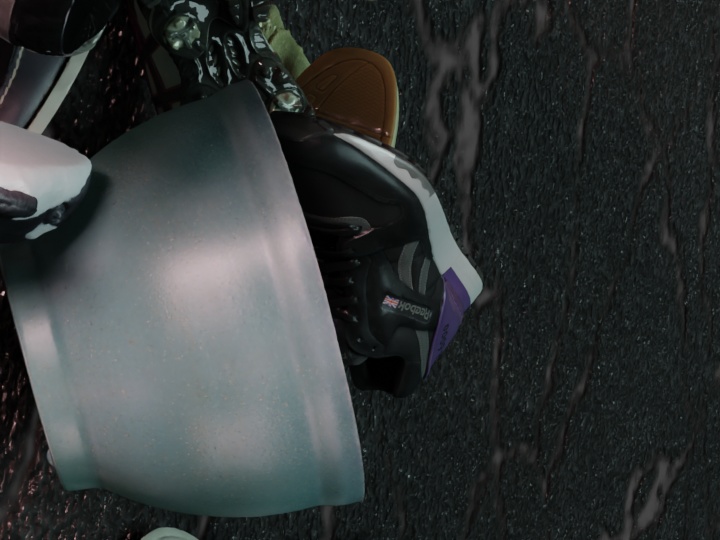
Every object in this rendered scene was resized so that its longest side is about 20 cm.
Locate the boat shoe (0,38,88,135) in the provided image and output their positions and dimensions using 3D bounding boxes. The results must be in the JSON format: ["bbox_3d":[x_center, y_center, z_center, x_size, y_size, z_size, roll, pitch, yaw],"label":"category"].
[{"bbox_3d":[-0.150,-0.124,1.082,0.063,0.073,0.201,30,68,-19],"label":"boat shoe"}]

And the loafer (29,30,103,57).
[{"bbox_3d":[-0.097,-0.184,0.989,0.070,0.069,0.201,-1,107,-62],"label":"loafer"}]

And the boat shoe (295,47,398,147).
[{"bbox_3d":[-0.024,-0.021,1.288,0.066,0.074,0.201,62,44,-70],"label":"boat shoe"}]

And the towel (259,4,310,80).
[{"bbox_3d":[-0.063,-0.038,1.316,0.148,0.036,0.201,55,46,-59],"label":"towel"}]

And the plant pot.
[{"bbox_3d":[-0.089,0.026,1.095,0.200,0.133,0.201,165,-90,-83],"label":"plant pot"}]

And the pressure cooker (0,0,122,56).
[{"bbox_3d":[-0.149,-0.193,0.869,0.179,0.199,0.176,-57,-179,34],"label":"pressure cooker"}]

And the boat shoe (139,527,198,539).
[{"bbox_3d":[-0.120,0.220,1.222,0.060,0.072,0.202,-49,-161,42],"label":"boat shoe"}]

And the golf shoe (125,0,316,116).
[{"bbox_3d":[-0.074,-0.102,1.196,0.088,0.077,0.201,-127,-158,-52],"label":"golf shoe"}]

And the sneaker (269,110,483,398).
[{"bbox_3d":[0.000,0.000,1.185,0.088,0.075,0.200,-64,146,-17],"label":"sneaker"}]

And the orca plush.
[{"bbox_3d":[-0.192,-0.024,0.957,0.200,0.105,0.071,-10,128,-65],"label":"orca plush"}]
